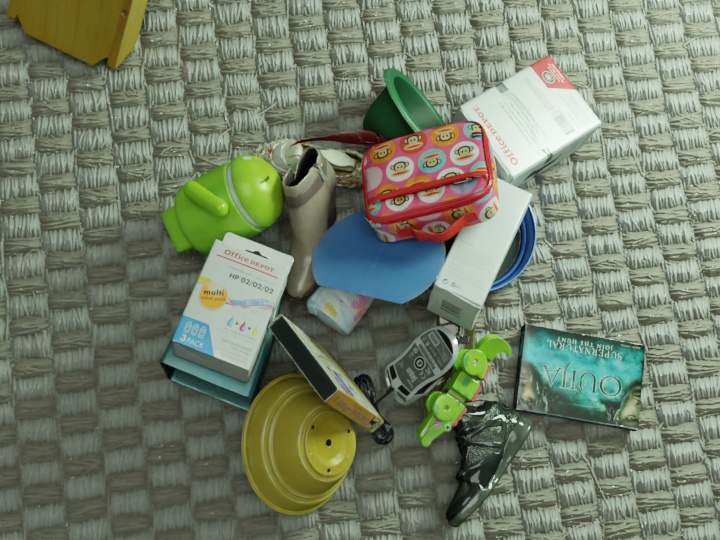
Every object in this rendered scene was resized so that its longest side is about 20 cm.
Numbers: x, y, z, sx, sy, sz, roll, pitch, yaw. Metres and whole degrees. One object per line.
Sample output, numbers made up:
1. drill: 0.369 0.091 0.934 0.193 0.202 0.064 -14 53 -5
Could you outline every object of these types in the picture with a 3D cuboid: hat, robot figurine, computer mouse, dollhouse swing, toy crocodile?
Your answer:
1. hat: 0.026 -0.210 1.554 0.175 0.166 0.200 -36 111 23
2. robot figurine: -0.200 -0.098 1.466 0.198 0.175 0.117 -24 87 20
3. computer mouse: 0.076 0.162 1.451 0.199 0.044 0.111 -41 64 20
4. dollhouse swing: -0.434 -0.466 1.585 0.198 0.176 0.184 25 119 1
5. toy crocodile: 0.148 0.177 1.431 0.061 0.067 0.201 36 79 -5

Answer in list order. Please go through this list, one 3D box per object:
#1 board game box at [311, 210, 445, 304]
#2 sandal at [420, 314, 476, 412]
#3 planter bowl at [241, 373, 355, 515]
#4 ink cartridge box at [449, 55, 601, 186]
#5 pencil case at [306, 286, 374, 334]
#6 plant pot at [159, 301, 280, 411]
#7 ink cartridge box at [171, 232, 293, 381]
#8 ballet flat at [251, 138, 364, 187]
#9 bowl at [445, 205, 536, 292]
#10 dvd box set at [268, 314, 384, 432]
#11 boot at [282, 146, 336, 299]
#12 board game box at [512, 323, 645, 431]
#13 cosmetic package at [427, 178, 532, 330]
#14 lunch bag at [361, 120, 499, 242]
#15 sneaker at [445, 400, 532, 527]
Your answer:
1. board game box: 0.029 -0.011 1.424 0.197 0.039 0.159 12 51 21
2. sandal: 0.138 0.122 1.498 0.079 0.054 0.204 10 83 -6
3. planter bowl: -0.067 0.248 1.391 0.198 0.083 0.204 9 77 -40
4. ink cartridge box: 0.258 -0.228 1.543 0.198 0.084 0.145 -31 78 -23
5. pencil case: 0.000 0.000 1.494 0.083 0.091 0.201 25 76 39
6. plant pot: -0.189 0.082 1.441 0.139 0.141 0.203 21 73 0
7. ink cartridge box: -0.173 0.038 1.354 0.113 0.068 0.203 20 67 -1
8. ballet flat: -0.079 -0.178 1.539 0.196 0.064 0.077 5 73 -3
9. bowl: 0.180 -0.061 1.548 0.197 0.039 0.204 1 78 -5
10. dvd box set: -0.046 0.151 1.384 0.029 0.200 0.147 -41 62 1
11. boot: -0.086 -0.079 1.459 0.069 0.147 0.202 4 53 19
12. board game box: 0.343 0.168 1.519 0.196 0.028 0.138 9 77 -3
13. cosmetic package: 0.178 -0.027 1.449 0.080 0.113 0.202 26 71 8
14. lunch bag: 0.102 -0.118 1.412 0.197 0.082 0.178 -13 53 14
15. sneaker: 0.164 0.281 1.460 0.113 0.076 0.201 34 75 5
